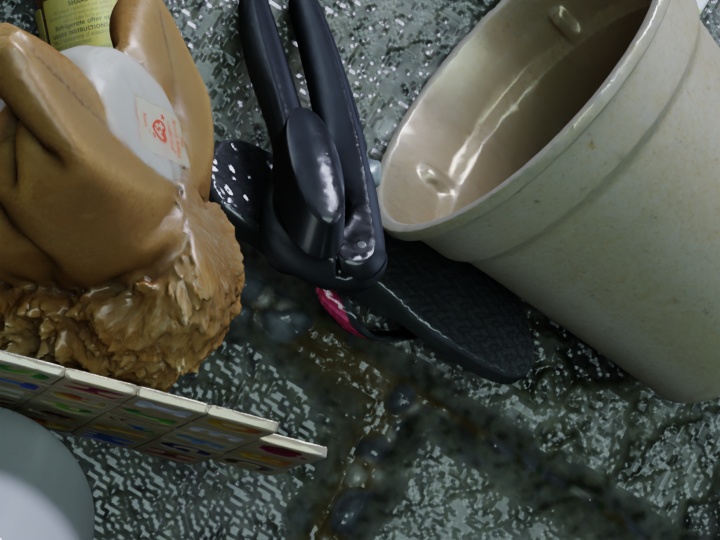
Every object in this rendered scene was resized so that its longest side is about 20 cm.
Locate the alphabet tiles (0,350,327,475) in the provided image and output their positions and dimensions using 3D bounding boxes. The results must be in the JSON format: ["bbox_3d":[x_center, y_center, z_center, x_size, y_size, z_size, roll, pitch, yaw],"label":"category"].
[{"bbox_3d":[-0.121,0.067,1.252,0.199,0.166,0.006,15,76,-14],"label":"alphabet tiles"}]

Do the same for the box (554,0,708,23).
[{"bbox_3d":[0.150,-0.222,1.433,0.144,0.036,0.200,36,74,-10],"label":"box"}]

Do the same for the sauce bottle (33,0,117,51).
[{"bbox_3d":[-0.130,-0.130,1.323,0.066,0.066,0.201,-10,89,-17],"label":"sauce bottle"}]

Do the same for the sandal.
[{"bbox_3d":[0.000,0.000,1.355,0.199,0.045,0.075,29,40,-13],"label":"sandal"}]

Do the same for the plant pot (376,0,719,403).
[{"bbox_3d":[0.140,-0.039,1.340,0.183,0.200,0.201,42,75,-20],"label":"plant pot"}]

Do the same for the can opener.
[{"bbox_3d":[-0.023,-0.070,1.317,0.063,0.079,0.201,8,44,-18],"label":"can opener"}]

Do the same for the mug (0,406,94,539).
[{"bbox_3d":[-0.205,0.130,1.222,0.186,0.153,0.150,20,116,-3],"label":"mug"}]

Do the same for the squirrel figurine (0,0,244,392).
[{"bbox_3d":[-0.157,-0.012,1.238,0.186,0.142,0.201,-25,100,27],"label":"squirrel figurine"}]
